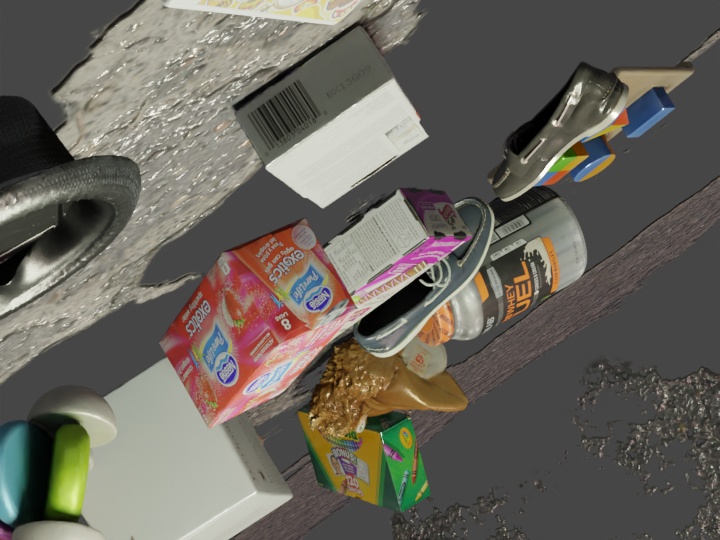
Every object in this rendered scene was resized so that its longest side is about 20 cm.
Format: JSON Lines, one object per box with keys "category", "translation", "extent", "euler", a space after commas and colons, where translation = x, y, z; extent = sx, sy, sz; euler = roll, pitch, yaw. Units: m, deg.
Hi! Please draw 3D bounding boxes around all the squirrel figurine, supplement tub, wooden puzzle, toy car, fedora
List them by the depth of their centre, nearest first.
{"category": "fedora", "translation": [-0.221, -0.032, 0.968], "extent": [0.199, 0.092, 0.201], "euler": [-31, 169, -7]}
{"category": "toy car", "translation": [-0.309, 0.201, 1.619], "extent": [0.148, 0.177, 0.200], "euler": [13, 150, -19]}
{"category": "wooden puzzle", "translation": [0.246, -0.144, 1.859], "extent": [0.185, 0.047, 0.199], "euler": [-40, 166, 33]}
{"category": "supplement tub", "translation": [0.140, -0.003, 1.970], "extent": [0.199, 0.123, 0.123], "euler": [-28, 168, -21]}
{"category": "squirrel figurine", "translation": [0.015, 0.137, 2.285], "extent": [0.198, 0.143, 0.186], "euler": [-8, 167, -32]}

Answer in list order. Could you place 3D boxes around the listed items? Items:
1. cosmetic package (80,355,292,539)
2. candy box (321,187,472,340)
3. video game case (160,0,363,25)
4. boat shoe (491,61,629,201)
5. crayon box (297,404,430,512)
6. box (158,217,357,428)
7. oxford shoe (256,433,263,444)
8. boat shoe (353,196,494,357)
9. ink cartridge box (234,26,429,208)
{"category": "cosmetic package", "translation": [-0.191, 0.201, 1.825], "extent": [0.165, 0.168, 0.200], "euler": [-32, 169, 3]}
{"category": "candy box", "translation": [0.000, 0.000, 1.768], "extent": [0.199, 0.061, 0.136], "euler": [-36, 169, 19]}
{"category": "video game case", "translation": [-0.001, -0.205, 1.011], "extent": [0.181, 0.023, 0.199], "euler": [-38, 168, 25]}
{"category": "boat shoe", "translation": [0.177, -0.137, 1.719], "extent": [0.200, 0.057, 0.067], "euler": [-40, -158, 48]}
{"category": "crayon box", "translation": [0.004, 0.247, 2.441], "extent": [0.058, 0.120, 0.199], "euler": [-25, -161, -31]}
{"category": "box", "translation": [-0.096, 0.050, 1.624], "extent": [0.095, 0.100, 0.200], "euler": [-25, 167, -33]}
{"category": "oxford shoe", "translation": [-0.171, 0.260, 2.360], "extent": [0.071, 0.073, 0.200], "euler": [-36, 168, 18]}
{"category": "boat shoe", "translation": [0.063, 0.001, 1.864], "extent": [0.200, 0.075, 0.062], "euler": [-46, 158, 0]}
{"category": "ink cartridge box", "translation": [-0.016, -0.107, 1.314], "extent": [0.108, 0.051, 0.200], "euler": [-34, 170, 4]}
